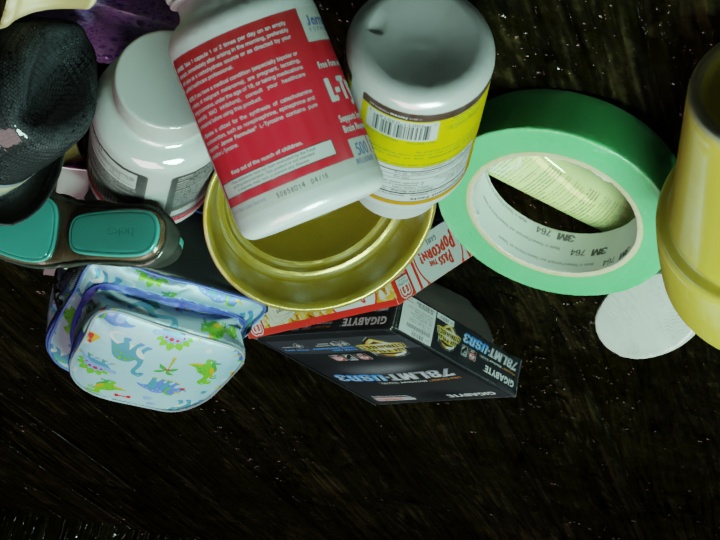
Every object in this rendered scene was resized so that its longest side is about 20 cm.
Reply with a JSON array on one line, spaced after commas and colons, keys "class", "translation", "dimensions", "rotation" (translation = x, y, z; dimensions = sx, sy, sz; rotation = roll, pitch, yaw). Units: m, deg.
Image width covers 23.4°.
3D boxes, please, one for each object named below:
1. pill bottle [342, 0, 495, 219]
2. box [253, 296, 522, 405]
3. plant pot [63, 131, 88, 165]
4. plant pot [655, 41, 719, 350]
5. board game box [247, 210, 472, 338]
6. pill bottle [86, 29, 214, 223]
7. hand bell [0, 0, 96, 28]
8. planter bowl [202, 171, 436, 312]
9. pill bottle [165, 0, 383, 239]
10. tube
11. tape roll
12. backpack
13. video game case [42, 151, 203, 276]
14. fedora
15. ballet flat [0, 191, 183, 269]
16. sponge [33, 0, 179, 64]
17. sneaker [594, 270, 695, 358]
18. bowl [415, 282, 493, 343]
[{"class": "pill bottle", "translation": [0.037, -0.119, 1.320], "dimensions": [0.109, 0.109, 0.200], "rotation": [13, 153, 1]}, {"class": "box", "translation": [0.028, 0.082, 1.785], "dimensions": [0.200, 0.050, 0.198], "rotation": [-6, 152, 42]}, {"class": "plant pot", "translation": [-0.336, -0.139, 1.474], "dimensions": [0.200, 0.187, 0.186], "rotation": [-2, 159, 2]}, {"class": "plant pot", "translation": [0.305, -0.065, 1.232], "dimensions": [0.200, 0.201, 0.189], "rotation": [6, 143, 20]}, {"class": "board game box", "translation": [0.000, 0.000, 1.635], "dimensions": [0.200, 0.151, 0.046], "rotation": [-14, 102, 44]}, {"class": "pill bottle", "translation": [-0.162, -0.115, 1.398], "dimensions": [0.111, 0.111, 0.200], "rotation": [15, 161, -6]}, {"class": "hand bell", "translation": [-0.164, -0.216, 1.289], "dimensions": [0.200, 0.104, 0.104], "rotation": [6, 164, -20]}, {"class": "planter bowl", "translation": [-0.041, -0.071, 1.478], "dimensions": [0.200, 0.201, 0.083], "rotation": [23, -158, -27]}, {"class": "pill bottle", "translation": [-0.069, -0.132, 1.240], "dimensions": [0.112, 0.200, 0.112], "rotation": [-22, -179, 0]}, {"class": "tube", "translation": [0.188, -0.071, 1.486], "dimensions": [0.200, 0.058, 0.052], "rotation": [24, -164, -18]}, {"class": "tape roll", "translation": [0.164, -0.061, 1.432], "dimensions": [0.200, 0.048, 0.201], "rotation": [15, 144, 11]}, {"class": "backpack", "translation": [-0.192, 0.040, 1.568], "dimensions": [0.183, 0.147, 0.200], "rotation": [16, 146, -19]}, {"class": "video game case", "translation": [-0.186, -0.043, 1.608], "dimensions": [0.200, 0.036, 0.181], "rotation": [8, 146, -11]}, {"class": "fedora", "translation": [-0.257, -0.134, 1.320], "dimensions": [0.091, 0.201, 0.201], "rotation": [-14, 149, 28]}, {"class": "ballet flat", "translation": [-0.236, -0.028, 1.436], "dimensions": [0.200, 0.068, 0.068], "rotation": [10, 174, 21]}, {"class": "sponge", "translation": [-0.167, -0.189, 1.407], "dimensions": [0.200, 0.030, 0.112], "rotation": [16, 160, -8]}, {"class": "sneaker", "translation": [0.291, 0.005, 1.487], "dimensions": [0.200, 0.075, 0.088], "rotation": [-40, 172, 31]}, {"class": "bowl", "translation": [0.030, 0.053, 1.877], "dimensions": [0.200, 0.075, 0.200], "rotation": [25, 158, -30]}]
